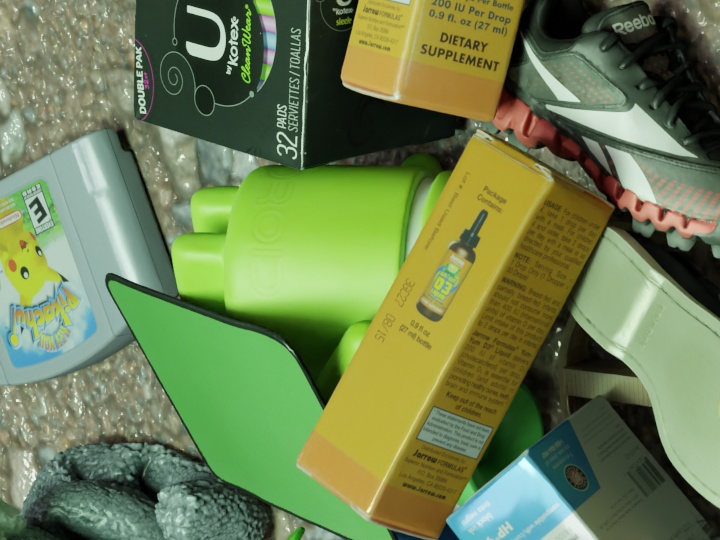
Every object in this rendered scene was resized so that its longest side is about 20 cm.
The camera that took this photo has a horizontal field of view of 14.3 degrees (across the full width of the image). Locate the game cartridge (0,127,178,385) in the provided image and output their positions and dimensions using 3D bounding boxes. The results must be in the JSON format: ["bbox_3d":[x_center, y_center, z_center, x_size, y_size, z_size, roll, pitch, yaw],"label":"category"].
[{"bbox_3d":[-0.203,0.001,1.864,0.200,0.040,0.134,-25,88,44],"label":"game cartridge"}]

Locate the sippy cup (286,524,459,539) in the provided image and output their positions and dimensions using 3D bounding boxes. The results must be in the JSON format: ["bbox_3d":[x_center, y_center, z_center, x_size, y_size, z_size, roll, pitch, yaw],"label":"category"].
[{"bbox_3d":[0.036,0.213,1.638,0.131,0.177,0.140,-62,31,21],"label":"sippy cup"}]

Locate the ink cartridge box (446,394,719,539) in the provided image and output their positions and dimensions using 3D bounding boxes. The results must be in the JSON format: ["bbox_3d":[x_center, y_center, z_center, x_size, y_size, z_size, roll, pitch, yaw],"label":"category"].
[{"bbox_3d":[0.148,0.174,1.495,0.067,0.116,0.200,-42,83,27],"label":"ink cartridge box"}]

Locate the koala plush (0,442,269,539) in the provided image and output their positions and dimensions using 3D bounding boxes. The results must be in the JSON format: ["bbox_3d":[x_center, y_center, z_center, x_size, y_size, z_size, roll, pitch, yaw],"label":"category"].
[{"bbox_3d":[-0.193,0.200,1.792,0.183,0.200,0.178,26,118,36],"label":"koala plush"}]

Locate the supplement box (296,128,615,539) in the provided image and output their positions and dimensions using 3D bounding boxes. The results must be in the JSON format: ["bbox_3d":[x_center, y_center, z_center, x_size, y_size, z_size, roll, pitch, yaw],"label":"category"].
[{"bbox_3d":[0.049,0.034,1.474,0.066,0.069,0.201,34,100,43],"label":"supplement box"}]

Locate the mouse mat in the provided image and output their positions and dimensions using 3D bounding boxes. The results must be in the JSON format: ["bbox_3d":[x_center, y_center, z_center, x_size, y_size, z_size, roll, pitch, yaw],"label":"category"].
[{"bbox_3d":[-0.061,0.080,1.599,0.200,0.008,0.161,17,141,52],"label":"mouse mat"}]

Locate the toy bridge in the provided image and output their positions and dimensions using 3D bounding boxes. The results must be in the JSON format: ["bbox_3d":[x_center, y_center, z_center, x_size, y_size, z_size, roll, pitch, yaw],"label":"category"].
[{"bbox_3d":[0.140,0.060,1.562,0.067,0.027,0.201,6,106,43],"label":"toy bridge"}]

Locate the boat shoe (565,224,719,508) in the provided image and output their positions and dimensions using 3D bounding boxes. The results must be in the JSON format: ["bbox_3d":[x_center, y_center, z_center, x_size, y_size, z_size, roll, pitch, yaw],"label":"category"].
[{"bbox_3d":[0.177,0.052,1.444,0.199,0.066,0.075,48,120,43],"label":"boat shoe"}]

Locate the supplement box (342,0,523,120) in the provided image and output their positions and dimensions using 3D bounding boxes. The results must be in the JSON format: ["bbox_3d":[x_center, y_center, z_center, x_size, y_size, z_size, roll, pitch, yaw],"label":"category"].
[{"bbox_3d":[0.053,-0.184,1.499,0.069,0.066,0.201,20,99,61],"label":"supplement box"}]

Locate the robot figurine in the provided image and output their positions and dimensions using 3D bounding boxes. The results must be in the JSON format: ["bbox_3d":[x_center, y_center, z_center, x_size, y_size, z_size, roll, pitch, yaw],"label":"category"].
[{"bbox_3d":[0.000,0.000,1.585,0.199,0.176,0.116,1,127,13],"label":"robot figurine"}]

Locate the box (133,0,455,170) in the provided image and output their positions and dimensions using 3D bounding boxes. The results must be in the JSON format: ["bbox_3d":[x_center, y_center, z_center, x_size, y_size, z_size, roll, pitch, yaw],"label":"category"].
[{"bbox_3d":[-0.034,-0.175,1.592,0.148,0.124,0.201,18,113,43],"label":"box"}]

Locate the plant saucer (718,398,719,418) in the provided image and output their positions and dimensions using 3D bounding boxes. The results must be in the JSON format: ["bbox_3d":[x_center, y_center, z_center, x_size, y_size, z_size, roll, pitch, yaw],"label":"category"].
[{"bbox_3d":[0.280,0.123,1.346,0.201,0.199,0.048,66,157,12],"label":"plant saucer"}]

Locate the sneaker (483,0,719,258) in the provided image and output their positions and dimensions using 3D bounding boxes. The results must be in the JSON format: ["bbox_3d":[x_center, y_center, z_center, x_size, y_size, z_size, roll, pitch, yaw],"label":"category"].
[{"bbox_3d":[0.147,-0.082,1.487,0.200,0.071,0.098,35,125,33],"label":"sneaker"}]

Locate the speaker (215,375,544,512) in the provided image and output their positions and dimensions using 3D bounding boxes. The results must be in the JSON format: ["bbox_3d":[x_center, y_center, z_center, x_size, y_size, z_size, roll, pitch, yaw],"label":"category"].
[{"bbox_3d":[0.006,0.091,1.655,0.199,0.088,0.089,3,103,42],"label":"speaker"}]
